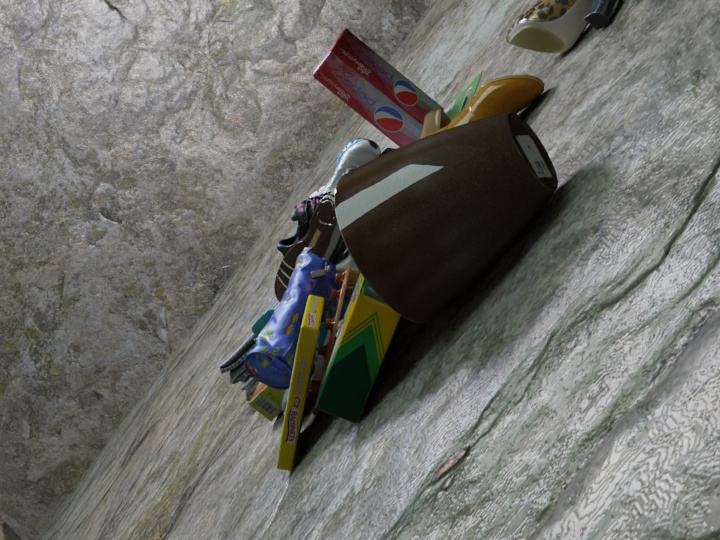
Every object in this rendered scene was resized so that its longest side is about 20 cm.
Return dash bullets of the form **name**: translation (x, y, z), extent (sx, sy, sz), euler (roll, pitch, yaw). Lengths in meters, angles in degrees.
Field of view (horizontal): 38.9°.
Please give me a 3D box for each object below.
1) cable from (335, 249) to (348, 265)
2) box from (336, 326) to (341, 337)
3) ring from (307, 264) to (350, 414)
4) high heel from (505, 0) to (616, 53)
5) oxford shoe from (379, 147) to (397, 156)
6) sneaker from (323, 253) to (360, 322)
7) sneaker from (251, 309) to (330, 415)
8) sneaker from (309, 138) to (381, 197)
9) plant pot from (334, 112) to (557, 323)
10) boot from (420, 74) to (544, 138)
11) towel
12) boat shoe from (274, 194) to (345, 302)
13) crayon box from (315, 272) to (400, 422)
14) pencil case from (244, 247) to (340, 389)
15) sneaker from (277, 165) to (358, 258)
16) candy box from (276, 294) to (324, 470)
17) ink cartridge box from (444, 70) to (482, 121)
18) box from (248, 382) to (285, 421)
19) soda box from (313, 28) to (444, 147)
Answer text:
- **cable**: translation (-0.033, -0.023, 1.714), extent (0.201, 0.069, 0.199), euler (-57, 14, -27)
- **box**: translation (0.037, 0.017, 1.390), extent (0.202, 0.038, 0.041), euler (-57, 10, -14)
- **ring**: translation (-0.044, 0.090, 1.357), extent (0.200, 0.019, 0.205), euler (-167, 89, -89)
- **high heel**: translation (0.289, -0.377, 1.394), extent (0.199, 0.071, 0.144), euler (-3, 56, 55)
- **oxford shoe**: translation (0.055, -0.135, 1.643), extent (0.201, 0.083, 0.074), euler (-61, -29, -44)
- **sneaker**: translation (0.000, 0.000, 1.563), extent (0.200, 0.075, 0.088), euler (-46, -2, 21)
- **sneaker**: translation (-0.108, 0.118, 1.487), extent (0.084, 0.120, 0.201), euler (-46, 14, 30)
- **sneaker**: translation (-0.029, -0.131, 1.713), extent (0.201, 0.074, 0.087), euler (-53, 16, 30)
- **plant pot**: translation (0.105, -0.074, 1.090), extent (0.198, 0.187, 0.188), euler (-32, 20, 27)
- **boot**: translation (0.162, -0.172, 1.384), extent (0.199, 0.071, 0.147), euler (-18, 54, 33)
- **towel**: translation (-0.156, 0.110, 1.807), extent (0.200, 0.085, 0.167), euler (-45, 13, 39)
- **boat shoe**: translation (-0.059, -0.024, 1.581), extent (0.203, 0.074, 0.075), euler (-55, 52, 27)
- **crayon box**: translation (0.013, 0.048, 1.217), extent (0.201, 0.057, 0.175), euler (-72, 1, -57)
- **pencil case**: translation (-0.089, 0.066, 1.428), extent (0.087, 0.077, 0.202), euler (-44, 17, 56)
- **sneaker**: translation (-0.064, -0.087, 1.629), extent (0.201, 0.083, 0.077), euler (-53, 14, 16)
- **candy box**: translation (-0.077, 0.144, 1.311), extent (0.103, 0.026, 0.204), euler (-89, 10, -68)
- **ink cartridge box**: translation (0.137, -0.199, 1.559), extent (0.200, 0.059, 0.105), euler (-44, 15, 43)
- **box**: translation (-0.109, 0.139, 1.612), extent (0.075, 0.050, 0.201), euler (-43, 16, 40)
- **soda box**: translation (0.028, -0.271, 1.553), extent (0.070, 0.199, 0.064), euler (-39, 19, 50)
